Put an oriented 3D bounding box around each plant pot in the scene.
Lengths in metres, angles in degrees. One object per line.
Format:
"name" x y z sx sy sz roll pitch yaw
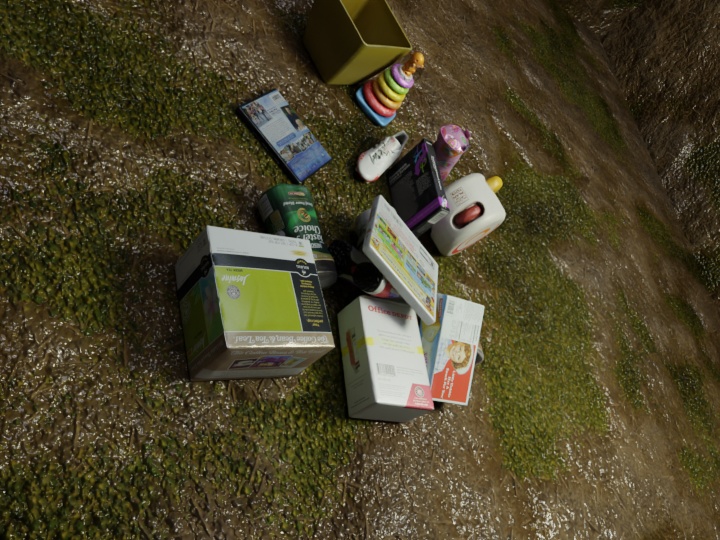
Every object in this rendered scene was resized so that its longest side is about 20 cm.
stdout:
"plant pot" -0.027 -0.574 1.523 0.198 0.175 0.203 -19 77 -48

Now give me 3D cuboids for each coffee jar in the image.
"coffee jar" -0.116 -0.056 1.149 0.103 0.085 0.204 -2 65 -47

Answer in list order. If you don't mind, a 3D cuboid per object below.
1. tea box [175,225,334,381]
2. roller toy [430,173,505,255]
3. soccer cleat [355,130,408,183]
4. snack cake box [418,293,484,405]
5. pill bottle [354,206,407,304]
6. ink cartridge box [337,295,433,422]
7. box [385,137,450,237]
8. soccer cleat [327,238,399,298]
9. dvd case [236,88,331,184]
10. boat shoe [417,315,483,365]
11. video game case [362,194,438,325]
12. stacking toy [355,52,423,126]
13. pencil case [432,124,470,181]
"tea box" -0.170 0.057 0.982 0.196 0.133 0.201 7 58 -41
"roller toy" 0.242 -0.139 1.474 0.180 0.200 0.142 -21 77 -42
"soccer cleat" 0.053 -0.276 1.464 0.069 0.085 0.200 49 40 -5
"snack cake box" 0.171 0.156 1.227 0.113 0.066 0.206 16 83 -37
"pill bottle" 0.056 -0.023 1.272 0.112 0.113 0.205 5 60 -41
"ink cartridge box" 0.044 0.165 1.141 0.143 0.083 0.205 15 54 -36
"box" 0.130 -0.185 1.432 0.035 0.142 0.205 13 54 -38
"soccer cleat" 0.000 0.000 1.184 0.072 0.069 0.199 28 3 -41
"dvd case" -0.160 -0.289 1.319 0.201 0.017 0.143 51 41 -6
"boat shoe" 0.194 0.129 1.339 0.200 0.075 0.073 45 36 -25
"video game case" 0.081 -0.023 1.166 0.201 0.023 0.184 48 29 -22
"stacking toy" 0.090 -0.475 1.548 0.116 0.199 0.110 45 41 -7
"pencil case" 0.193 -0.265 1.504 0.085 0.201 0.089 11 55 -17
